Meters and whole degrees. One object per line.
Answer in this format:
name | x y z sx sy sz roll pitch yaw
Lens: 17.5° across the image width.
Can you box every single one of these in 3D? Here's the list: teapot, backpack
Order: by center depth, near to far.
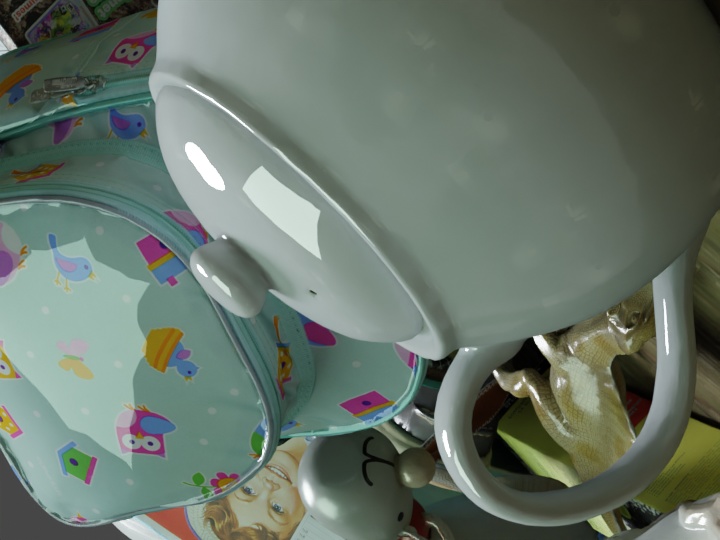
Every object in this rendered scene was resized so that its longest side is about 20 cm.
teapot | 0.010 -0.041 0.698 0.200 0.146 0.198 36 169 29
backpack | -0.062 -0.007 0.869 0.177 0.199 0.154 62 -154 -22

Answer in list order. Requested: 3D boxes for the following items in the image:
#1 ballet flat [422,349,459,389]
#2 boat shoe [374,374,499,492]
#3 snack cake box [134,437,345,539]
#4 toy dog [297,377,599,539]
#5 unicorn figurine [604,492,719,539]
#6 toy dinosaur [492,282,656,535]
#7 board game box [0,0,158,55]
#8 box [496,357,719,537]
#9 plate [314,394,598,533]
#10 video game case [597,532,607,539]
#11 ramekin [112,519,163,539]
ballet flat | 0.000 0.000 1.021 0.074 0.074 0.200 47 171 -22
boat shoe | 0.032 0.029 1.130 0.074 0.074 0.200 16 -157 -24
snack cake box | -0.035 0.106 1.210 0.199 0.115 0.067 34 -159 8
toy dog | 0.062 0.113 0.977 0.200 0.096 0.133 4 -109 -64
unicorn figurine | 0.135 0.091 0.841 0.074 0.200 0.137 51 -156 22
toy dinosaur | 0.088 0.054 0.932 0.201 0.058 0.101 84 160 -49
board game box | -0.113 -0.087 1.030 0.200 0.097 0.159 54 160 -20
box | 0.136 0.097 1.059 0.075 0.050 0.200 48 170 -23
plate | 0.042 0.072 1.194 0.199 0.026 0.200 27 -159 -11
video game case | 0.101 0.188 1.192 0.045 0.181 0.200 45 170 -6
ramekin | -0.081 0.056 1.347 0.200 0.200 0.105 36 159 36
